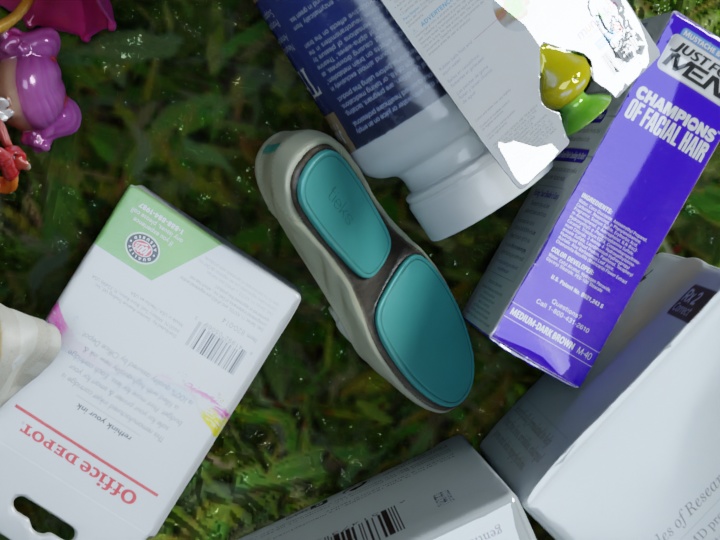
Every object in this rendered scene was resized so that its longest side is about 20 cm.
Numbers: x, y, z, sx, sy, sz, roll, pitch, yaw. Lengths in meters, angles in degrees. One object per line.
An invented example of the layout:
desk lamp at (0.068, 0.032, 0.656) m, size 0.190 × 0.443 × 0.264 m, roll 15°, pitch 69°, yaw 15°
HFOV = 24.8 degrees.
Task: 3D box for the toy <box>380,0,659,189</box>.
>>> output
toy at (0.054, -0.153, 0.832) m, size 0.115 × 0.047 × 0.201 m, roll -42°, pitch 101°, yaw -19°

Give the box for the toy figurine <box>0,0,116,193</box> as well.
toy figurine at (-0.208, -0.098, 0.866) m, size 0.183 × 0.149 × 0.202 m, roll -31°, pitch 118°, yaw -35°

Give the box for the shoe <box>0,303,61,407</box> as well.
shoe at (-0.231, 0.078, 0.889) m, size 0.200 × 0.053 × 0.071 m, roll -37°, pitch 67°, yaw 37°

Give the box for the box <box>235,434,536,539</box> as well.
box at (0.006, 0.199, 0.881) m, size 0.197 × 0.200 × 0.132 m, roll -23°, pitch 94°, yaw -3°

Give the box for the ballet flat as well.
ballet flat at (0.000, 0.000, 0.928) m, size 0.069 × 0.070 × 0.201 m, roll -32°, pitch 121°, yaw -2°

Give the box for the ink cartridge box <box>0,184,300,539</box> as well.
ink cartridge box at (-0.133, 0.066, 0.924) m, size 0.116 × 0.067 × 0.201 m, roll 33°, pitch 90°, yaw -5°

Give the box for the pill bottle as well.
pill bottle at (0.021, -0.122, 0.902) m, size 0.110 × 0.111 × 0.201 m, roll -32°, pitch 96°, yaw -2°

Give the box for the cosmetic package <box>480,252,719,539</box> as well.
cosmetic package at (0.198, 0.120, 0.909) m, size 0.200 × 0.165 × 0.165 m, roll 43°, pitch 90°, yaw -6°

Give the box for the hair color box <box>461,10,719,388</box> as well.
hair color box at (0.137, -0.041, 0.919) m, size 0.064 × 0.109 × 0.202 m, roll 28°, pitch 92°, yaw -6°
